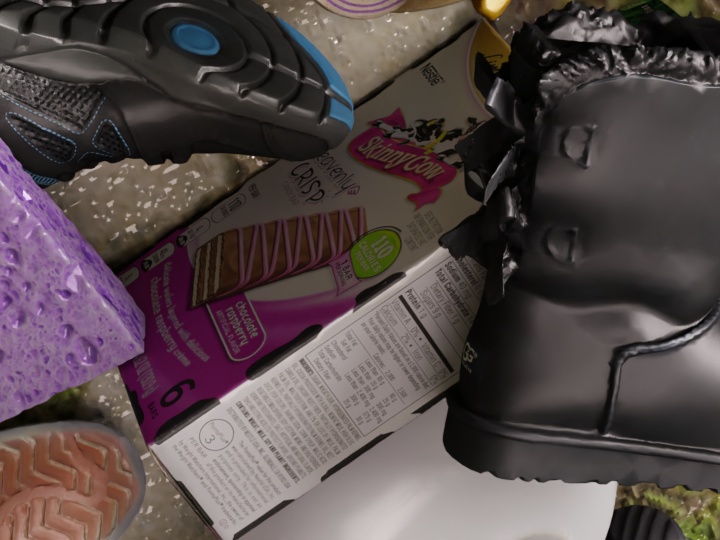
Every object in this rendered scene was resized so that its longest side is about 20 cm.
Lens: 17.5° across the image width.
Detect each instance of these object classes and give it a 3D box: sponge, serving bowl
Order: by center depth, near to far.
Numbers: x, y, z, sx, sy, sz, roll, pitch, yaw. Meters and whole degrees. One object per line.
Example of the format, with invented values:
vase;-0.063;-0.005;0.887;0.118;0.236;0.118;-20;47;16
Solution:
sponge;-0.195;0.029;0.901;0.199;0.030;0.112;-27;123;16
serving bowl;0.036;0.122;0.974;0.200;0.066;0.201;-27;141;-25

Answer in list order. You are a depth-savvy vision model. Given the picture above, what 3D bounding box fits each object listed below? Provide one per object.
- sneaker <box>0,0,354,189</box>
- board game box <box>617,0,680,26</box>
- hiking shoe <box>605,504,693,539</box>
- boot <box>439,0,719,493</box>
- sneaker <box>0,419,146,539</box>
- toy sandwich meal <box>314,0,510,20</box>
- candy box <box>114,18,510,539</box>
sneaker;-0.102;-0.070;0.897;0.199;0.073;0.082;12;124;-13
board game box;0.149;-0.005;0.969;0.023;0.105;0.201;-20;118;-10
hiking shoe;0.102;0.205;1.072;0.101;0.076;0.200;33;108;-30
boot;0.122;-0.007;0.830;0.197;0.073;0.163;3;111;-17
sneaker;-0.186;0.117;0.962;0.199;0.080;0.072;-26;97;-23
toy sandwich meal;0.027;-0.184;0.869;0.204;0.070;0.206;-6;116;-13
candy box;0.000;0.000;0.913;0.200;0.136;0.061;-34;120;1
